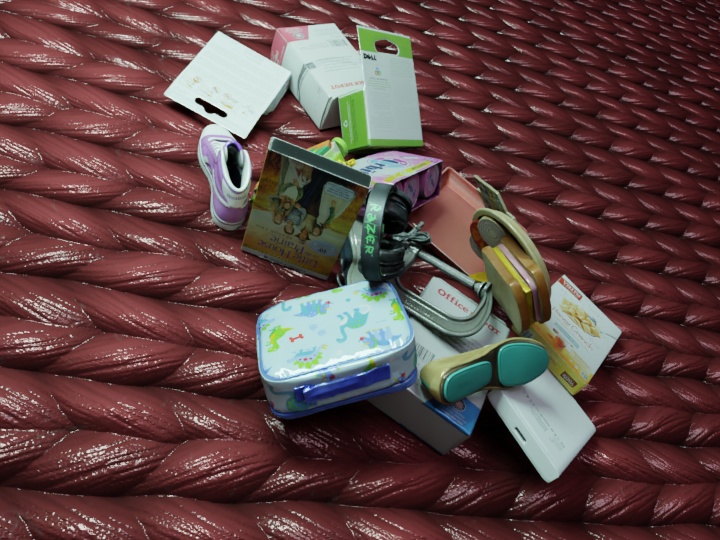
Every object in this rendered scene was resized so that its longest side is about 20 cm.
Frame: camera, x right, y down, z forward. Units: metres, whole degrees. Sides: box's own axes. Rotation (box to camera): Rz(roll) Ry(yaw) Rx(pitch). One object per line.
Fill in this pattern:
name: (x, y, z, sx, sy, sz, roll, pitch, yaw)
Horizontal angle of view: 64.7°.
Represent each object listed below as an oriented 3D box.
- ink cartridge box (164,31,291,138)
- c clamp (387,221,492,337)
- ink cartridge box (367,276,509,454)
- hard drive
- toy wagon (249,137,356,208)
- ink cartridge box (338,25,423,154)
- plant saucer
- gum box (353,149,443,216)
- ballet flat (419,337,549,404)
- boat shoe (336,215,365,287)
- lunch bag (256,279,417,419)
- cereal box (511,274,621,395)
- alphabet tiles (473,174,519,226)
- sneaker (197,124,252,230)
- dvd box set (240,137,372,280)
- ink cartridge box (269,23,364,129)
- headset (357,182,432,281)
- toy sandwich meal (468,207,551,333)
ink cartridge box: (-0.234, -0.325, 1.028, 0.160, 0.050, 0.203, 27, 58, -5)
c clamp: (0.115, 0.009, 0.837, 0.199, 0.027, 0.170, 36, 52, 26)
ink cartridge box: (0.114, 0.131, 0.819, 0.143, 0.085, 0.201, 34, 49, 3)
hard drive: (0.267, 0.208, 0.824, 0.198, 0.027, 0.133, -6, 57, -54)
toy wagon: (-0.083, -0.152, 0.869, 0.155, 0.198, 0.040, -48, 114, -32)
ink cartridge box: (0.034, -0.322, 1.039, 0.146, 0.075, 0.205, -10, 95, -43)
plant saucer: (0.186, -0.075, 1.036, 0.199, 0.037, 0.199, 41, 50, 7)
gum box: (0.045, -0.143, 0.942, 0.111, 0.068, 0.199, 17, 28, 27)
ballet flat: (0.163, 0.123, 0.751, 0.196, 0.063, 0.070, -6, 102, -31)
boat shoe: (0.000, 0.000, 0.878, 0.073, 0.062, 0.203, 2, 53, -20)
lunch bag: (-0.032, 0.097, 0.717, 0.195, 0.084, 0.162, -15, 32, -6)
cereal box: (0.353, 0.101, 0.965, 0.144, 0.040, 0.199, 47, 42, 13)
alphabet tiles: (0.237, -0.069, 0.924, 0.168, 0.006, 0.201, 59, 7, -20)
sneaker: (-0.203, -0.177, 0.881, 0.071, 0.115, 0.204, -6, 57, -26)
dvd box set: (-0.083, -0.078, 0.804, 0.143, 0.201, 0.030, 20, 47, -9)
ink cartridge box: (-0.066, -0.383, 1.113, 0.145, 0.083, 0.202, -20, 66, -35)
headset: (0.046, -0.048, 0.772, 0.092, 0.200, 0.127, 8, 93, 11)
toy sandwich meal: (0.214, 0.003, 0.859, 0.069, 0.206, 0.207, -30, 69, -8)
